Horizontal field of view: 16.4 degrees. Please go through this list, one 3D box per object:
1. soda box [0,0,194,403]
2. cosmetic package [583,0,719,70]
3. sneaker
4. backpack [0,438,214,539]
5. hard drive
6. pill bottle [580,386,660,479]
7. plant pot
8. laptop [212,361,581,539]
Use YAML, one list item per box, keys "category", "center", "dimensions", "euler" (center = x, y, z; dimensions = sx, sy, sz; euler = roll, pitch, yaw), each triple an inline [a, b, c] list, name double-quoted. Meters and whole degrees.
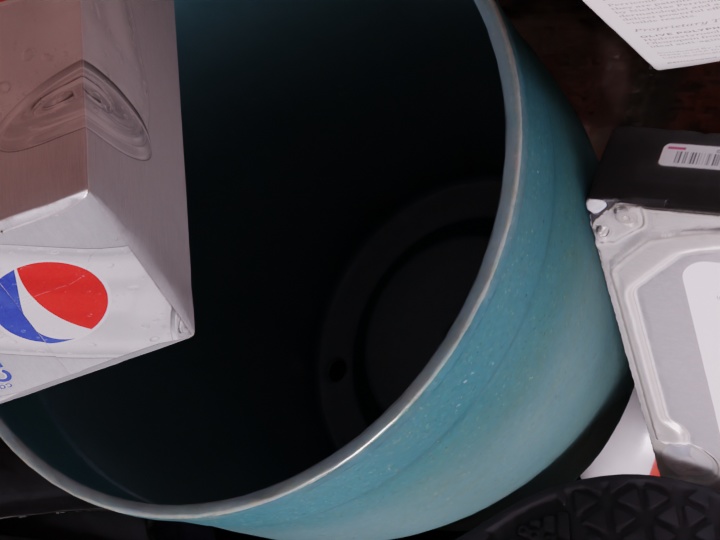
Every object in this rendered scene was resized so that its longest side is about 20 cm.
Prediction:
- category: "soda box"
  center: [-0.091, -0.068, 0.688]
  dimensions: [0.063, 0.201, 0.068]
  euler: [-18, 139, 13]
- category: "cosmetic package"
  center: [0.087, -0.130, 0.652]
  dimensions: [0.084, 0.109, 0.200]
  euler: [-7, 167, 21]
- category: "sneaker"
  center: [0.044, 0.129, 0.823]
  dimensions: [0.199, 0.072, 0.083]
  euler: [-17, 148, -1]
- category: "backpack"
  center: [-0.143, 0.122, 0.967]
  dimensions: [0.198, 0.164, 0.154]
  euler: [-10, 151, -8]
- category: "hard drive"
  center: [0.156, 0.040, 0.784]
  dimensions: [0.139, 0.038, 0.201]
  euler: [6, 142, 24]
- category: "pill bottle"
  center: [0.154, 0.044, 0.921]
  dimensions: [0.198, 0.113, 0.113]
  euler: [11, 140, 1]
- category: "plant pot"
  center: [0.000, 0.000, 0.810]
  dimensions: [0.199, 0.201, 0.188]
  euler: [-25, 153, 20]
- category: "laptop"
  center: [0.040, 0.122, 0.947]
  dimensions: [0.103, 0.178, 0.200]
  euler: [-32, 122, 12]
